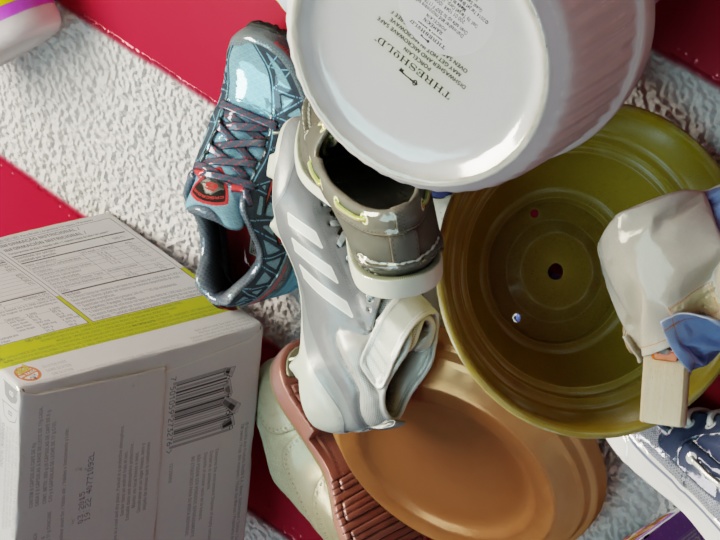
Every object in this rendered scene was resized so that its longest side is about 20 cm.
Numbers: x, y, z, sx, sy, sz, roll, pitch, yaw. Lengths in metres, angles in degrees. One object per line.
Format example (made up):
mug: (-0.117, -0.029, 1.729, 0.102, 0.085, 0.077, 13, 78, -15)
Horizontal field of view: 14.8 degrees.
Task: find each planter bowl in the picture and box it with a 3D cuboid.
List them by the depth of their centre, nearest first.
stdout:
planter bowl: (0.130, 0.000, 1.675, 0.201, 0.200, 0.083, 67, 165, -5)

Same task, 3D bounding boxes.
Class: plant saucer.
plant saucer: (0.062, 0.118, 1.789, 0.199, 0.038, 0.201, 21, 141, 18)

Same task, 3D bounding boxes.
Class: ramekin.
ramekin: (0.052, -0.139, 1.532, 0.199, 0.105, 0.201, 13, 119, 24)

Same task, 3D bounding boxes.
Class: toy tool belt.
toy tool belt: (0.240, 0.008, 1.578, 0.199, 0.125, 0.123, -18, 77, 12)

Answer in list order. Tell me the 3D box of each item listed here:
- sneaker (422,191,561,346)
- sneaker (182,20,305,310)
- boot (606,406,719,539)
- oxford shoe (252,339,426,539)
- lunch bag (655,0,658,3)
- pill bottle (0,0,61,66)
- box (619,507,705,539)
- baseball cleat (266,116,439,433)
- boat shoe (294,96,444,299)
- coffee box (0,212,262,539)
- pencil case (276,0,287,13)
sneaker: (0.081, -0.007, 1.754, 0.115, 0.081, 0.200, 12, 122, 30)
sneaker: (-0.072, -0.064, 1.831, 0.079, 0.095, 0.201, 16, 117, 32)
boot: (0.225, 0.106, 1.671, 0.200, 0.073, 0.091, 48, 123, 35)
oxford shoe: (-0.016, 0.148, 1.899, 0.074, 0.071, 0.201, -32, 78, 49)
lunch bag: (0.108, -0.214, 1.611, 0.200, 0.122, 0.171, -32, 93, 46)
pill bottle: (-0.296, -0.238, 1.932, 0.104, 0.104, 0.201, -25, 91, 42)
box: (0.128, 0.220, 1.762, 0.200, 0.137, 0.039, -37, 84, 42)
baseball cleat: (0.000, 0.000, 1.725, 0.106, 0.070, 0.201, -5, 95, 34)
boat shoe: (0.004, -0.063, 1.631, 0.202, 0.072, 0.061, -113, 13, -53)
coffee box: (-0.209, 0.102, 1.914, 0.198, 0.199, 0.201, 33, 127, 42)
pencil case: (-0.021, -0.198, 1.706, 0.200, 0.083, 0.091, 52, 128, 37)
